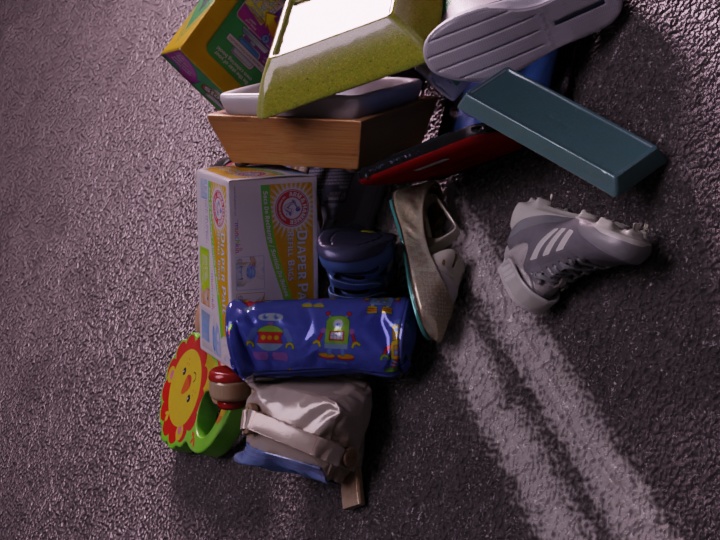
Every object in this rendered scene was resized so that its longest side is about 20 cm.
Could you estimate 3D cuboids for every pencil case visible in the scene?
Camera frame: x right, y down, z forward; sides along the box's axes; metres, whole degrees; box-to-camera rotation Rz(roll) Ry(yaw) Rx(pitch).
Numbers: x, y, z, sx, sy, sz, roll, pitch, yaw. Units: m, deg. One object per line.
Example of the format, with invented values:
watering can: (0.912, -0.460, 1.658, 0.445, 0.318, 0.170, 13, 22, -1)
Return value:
pencil case: (-0.041, 0.070, 1.557, 0.197, 0.078, 0.088, -2, 71, 11)

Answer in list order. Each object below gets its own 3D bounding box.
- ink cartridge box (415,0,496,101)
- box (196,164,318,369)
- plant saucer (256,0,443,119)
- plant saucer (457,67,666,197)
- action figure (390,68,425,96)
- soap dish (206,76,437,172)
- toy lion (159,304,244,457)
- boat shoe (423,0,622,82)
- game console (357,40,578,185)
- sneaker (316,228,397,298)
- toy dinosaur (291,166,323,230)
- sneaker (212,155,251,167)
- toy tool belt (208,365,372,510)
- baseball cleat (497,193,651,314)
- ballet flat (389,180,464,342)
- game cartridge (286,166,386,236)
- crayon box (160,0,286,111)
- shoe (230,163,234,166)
ink cartridge box: (0.125, -0.281, 1.607, 0.200, 0.050, 0.161, -47, 29, 6)
box: (-0.110, -0.007, 1.663, 0.112, 0.100, 0.203, -161, 68, -65)
plant saucer: (-0.015, -0.253, 1.606, 0.198, 0.048, 0.201, -17, 32, 18)
plant saucer: (0.178, -0.130, 1.401, 0.070, 0.019, 0.199, -33, 47, -26)
action figure: (0.036, -0.276, 1.750, 0.118, 0.102, 0.201, -32, 79, 4)
soap dish: (-0.039, -0.159, 1.667, 0.198, 0.157, 0.082, 6, 107, 32)
toy lion: (-0.184, 0.145, 1.851, 0.193, 0.068, 0.201, -58, 31, 26)
boat shoe: (0.156, -0.233, 1.504, 0.198, 0.073, 0.071, -16, 16, 2)
game console: (0.106, -0.166, 1.556, 0.199, 0.171, 0.120, -18, 81, 52)
sneaker: (0.000, 0.000, 1.580, 0.200, 0.073, 0.083, -1, -80, -79)
toy dinosaur: (-0.075, -0.098, 1.774, 0.202, 0.060, 0.106, -63, 29, 6)
sneaker: (-0.129, -0.054, 1.835, 0.201, 0.073, 0.087, 91, 158, -49)
toy tool belt: (-0.077, 0.171, 1.591, 0.198, 0.124, 0.124, 7, 103, 36)
baseball cleat: (0.187, -0.006, 1.375, 0.200, 0.069, 0.108, 27, 99, 69)
ballet flat: (0.072, -0.018, 1.557, 0.062, 0.068, 0.201, -23, 47, 12)
game cartridge: (-0.033, -0.094, 1.796, 0.199, 0.041, 0.134, 4, 70, 58)
crayon box: (-0.107, -0.252, 1.819, 0.058, 0.200, 0.173, 3, 55, 58)
shoe: (-0.124, -0.019, 1.759, 0.070, 0.053, 0.202, -2, 112, 56)
